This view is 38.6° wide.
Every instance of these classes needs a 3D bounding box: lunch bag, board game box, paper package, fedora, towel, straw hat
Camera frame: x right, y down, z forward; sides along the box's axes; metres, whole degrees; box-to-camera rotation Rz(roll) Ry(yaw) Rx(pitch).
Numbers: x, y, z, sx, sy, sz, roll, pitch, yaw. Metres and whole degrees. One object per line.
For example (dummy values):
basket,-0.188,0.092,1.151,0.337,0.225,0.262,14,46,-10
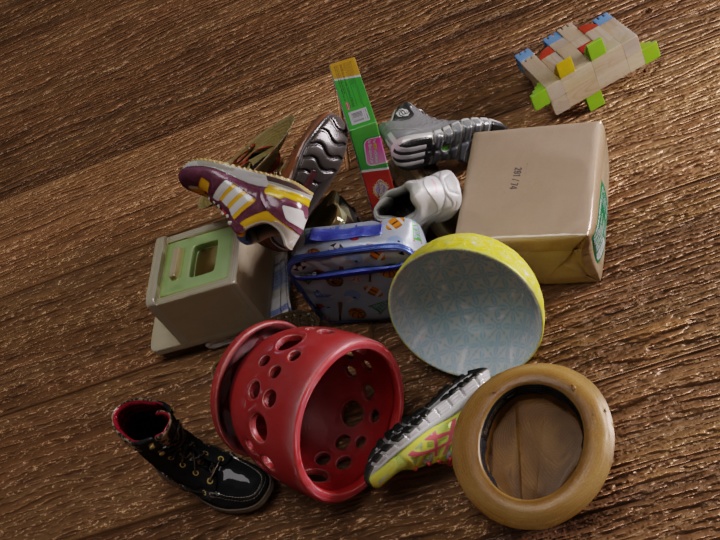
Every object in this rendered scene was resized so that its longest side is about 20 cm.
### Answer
lunch bag,0.000,0.000,1.389,0.197,0.161,0.076,-7,51,20
board game box,0.008,-0.183,1.499,0.040,0.201,0.154,-17,49,1
paper package,0.235,-0.091,1.384,0.188,0.104,0.202,-3,53,24
fedora,0.201,0.208,1.177,0.198,0.082,0.203,-11,53,15
towel,-0.170,0.020,1.552,0.145,0.024,0.202,-20,46,14
straw hat,-0.138,-0.126,1.472,0.200,0.085,0.202,-38,19,15

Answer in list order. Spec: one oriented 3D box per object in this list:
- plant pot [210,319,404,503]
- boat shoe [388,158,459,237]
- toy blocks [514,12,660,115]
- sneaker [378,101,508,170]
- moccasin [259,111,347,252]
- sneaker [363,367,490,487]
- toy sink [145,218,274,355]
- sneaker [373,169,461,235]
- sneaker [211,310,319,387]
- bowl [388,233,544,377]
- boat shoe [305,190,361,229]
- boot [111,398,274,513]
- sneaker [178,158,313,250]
plant pot,-0.071,0.166,1.278,0.181,0.201,0.202,12,60,43
boat shoe,0.091,-0.107,1.497,0.065,0.072,0.201,-47,45,26
toy blocks,0.322,-0.317,1.535,0.198,0.100,0.137,-29,36,3
sneaker,0.115,-0.212,1.507,0.198,0.076,0.116,-9,43,-28
moccasin,-0.081,-0.121,1.386,0.077,0.073,0.204,18,84,55
sneaker,0.094,0.206,1.232,0.199,0.091,0.078,-35,5,-7
toy sink,-0.238,0.020,1.495,0.198,0.112,0.132,-15,47,19
sneaker,0.050,-0.071,1.410,0.098,0.200,0.079,-3,58,-32
sneaker,-0.134,0.133,1.412,0.067,0.091,0.200,29,40,24
bowl,0.141,0.025,1.296,0.198,0.202,0.108,-3,34,24
boat shoe,-0.035,-0.064,1.495,0.073,0.065,0.200,-51,13,10
boot,-0.218,0.236,1.319,0.198,0.151,0.074,15,62,34
sneaker,-0.159,-0.083,1.319,0.198,0.075,0.091,12,81,28
